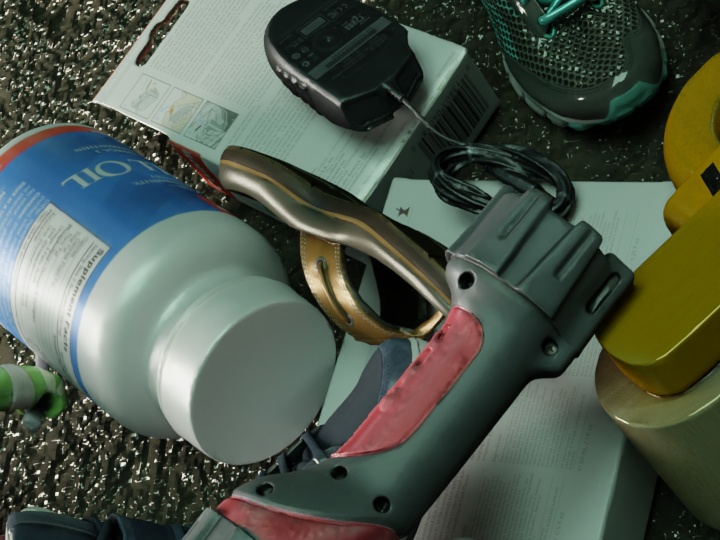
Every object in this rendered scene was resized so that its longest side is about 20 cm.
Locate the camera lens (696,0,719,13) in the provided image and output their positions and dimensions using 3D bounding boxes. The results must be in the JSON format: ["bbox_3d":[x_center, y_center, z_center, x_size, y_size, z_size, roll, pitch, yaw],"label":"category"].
[{"bbox_3d":[0.213,-0.221,0.882,0.159,0.160,0.201,6,64,31],"label":"camera lens"}]

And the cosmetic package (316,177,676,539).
[{"bbox_3d":[0.061,0.056,0.861,0.150,0.052,0.201,4,63,29],"label":"cosmetic package"}]

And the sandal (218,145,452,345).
[{"bbox_3d":[0.000,0.000,0.853,0.200,0.082,0.055,30,94,39],"label":"sandal"}]

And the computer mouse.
[{"bbox_3d":[0.025,-0.071,0.915,0.059,0.034,0.200,-36,53,-18],"label":"computer mouse"}]

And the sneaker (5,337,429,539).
[{"bbox_3d":[-0.060,0.100,0.778,0.203,0.146,0.077,-65,11,0],"label":"sneaker"}]

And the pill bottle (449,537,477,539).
[{"bbox_3d":[0.083,0.194,0.707,0.114,0.114,0.200,-48,58,-6],"label":"pill bottle"}]

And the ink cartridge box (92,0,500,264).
[{"bbox_3d":[-0.037,-0.087,1.008,0.199,0.050,0.109,26,76,39],"label":"ink cartridge box"}]

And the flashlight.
[{"bbox_3d":[0.012,0.055,0.727,0.200,0.068,0.068,-52,34,-12],"label":"flashlight"}]

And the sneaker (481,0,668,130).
[{"bbox_3d":[0.080,-0.151,0.955,0.077,0.091,0.200,-35,50,6],"label":"sneaker"}]

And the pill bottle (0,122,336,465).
[{"bbox_3d":[-0.102,0.012,0.931,0.112,0.112,0.200,-50,47,-8],"label":"pill bottle"}]

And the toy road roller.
[{"bbox_3d":[0.170,-0.006,0.803,0.200,0.123,0.146,-44,36,-4],"label":"toy road roller"}]

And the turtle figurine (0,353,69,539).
[{"bbox_3d":[-0.198,0.116,0.953,0.143,0.200,0.195,-21,71,-12],"label":"turtle figurine"}]
